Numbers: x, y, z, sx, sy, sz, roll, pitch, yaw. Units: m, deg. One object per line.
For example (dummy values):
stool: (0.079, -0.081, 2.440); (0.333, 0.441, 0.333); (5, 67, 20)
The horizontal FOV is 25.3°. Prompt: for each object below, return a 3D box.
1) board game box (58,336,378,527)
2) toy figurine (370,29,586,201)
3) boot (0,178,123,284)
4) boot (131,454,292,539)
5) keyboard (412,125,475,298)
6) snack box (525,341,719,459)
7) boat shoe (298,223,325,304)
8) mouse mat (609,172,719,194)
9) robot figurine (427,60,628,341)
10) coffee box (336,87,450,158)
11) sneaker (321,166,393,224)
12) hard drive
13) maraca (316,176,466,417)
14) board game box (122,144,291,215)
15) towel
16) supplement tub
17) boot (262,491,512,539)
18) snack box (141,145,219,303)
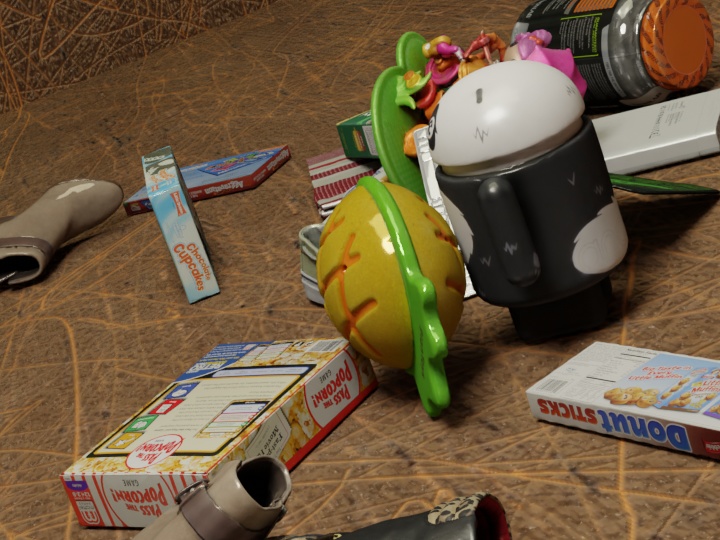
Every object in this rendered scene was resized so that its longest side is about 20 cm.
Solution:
board game box: (-0.102, 0.116, 1.186); (0.150, 0.047, 0.200); (-6, 23, 38)
toy figurine: (0.126, -0.167, 1.511); (0.182, 0.150, 0.202); (-17, 51, 31)
boot: (-0.380, -0.038, 1.913); (0.198, 0.071, 0.147); (-20, 24, 4)
boot: (-0.110, 0.174, 0.914); (0.146, 0.070, 0.200); (-44, 3, 14)
keyboard: (0.087, -0.058, 1.385); (0.056, 0.011, 0.202); (-15, 49, 6)
snack box: (0.193, 0.080, 1.000); (0.071, 0.025, 0.199); (-30, 20, -28)
boat shoe: (0.000, 0.000, 1.386); (0.072, 0.063, 0.199); (-30, 21, -28)
mouse mat: (0.182, -0.079, 1.337); (0.198, 0.008, 0.160); (11, 9, 35)
robot figurine: (0.121, -0.052, 1.175); (0.124, 0.202, 0.150); (-26, 19, -18)
coffee box: (0.051, -0.159, 1.715); (0.122, 0.044, 0.200); (-22, 8, -9)
sneaker: (0.024, -0.075, 1.565); (0.087, 0.076, 0.200); (-19, 11, 34)
hard drive: (0.249, -0.121, 1.524); (0.198, 0.027, 0.132); (-12, 20, 23)
maraca: (0.028, 0.015, 1.151); (0.106, 0.138, 0.201); (-16, 38, -8)
board game box: (-0.192, -0.113, 2.005); (0.198, 0.020, 0.103); (-10, 22, 31)
towel: (0.015, -0.110, 1.764); (0.142, 0.023, 0.200); (-18, 19, 1)
supplement tub: (0.262, -0.232, 1.676); (0.122, 0.124, 0.199); (-32, 21, -33)
boot: (-0.002, 0.184, 0.837); (0.149, 0.074, 0.200); (-17, 11, 17)
snack box: (-0.187, -0.051, 1.656); (0.037, 0.117, 0.200); (-21, 18, -3)
